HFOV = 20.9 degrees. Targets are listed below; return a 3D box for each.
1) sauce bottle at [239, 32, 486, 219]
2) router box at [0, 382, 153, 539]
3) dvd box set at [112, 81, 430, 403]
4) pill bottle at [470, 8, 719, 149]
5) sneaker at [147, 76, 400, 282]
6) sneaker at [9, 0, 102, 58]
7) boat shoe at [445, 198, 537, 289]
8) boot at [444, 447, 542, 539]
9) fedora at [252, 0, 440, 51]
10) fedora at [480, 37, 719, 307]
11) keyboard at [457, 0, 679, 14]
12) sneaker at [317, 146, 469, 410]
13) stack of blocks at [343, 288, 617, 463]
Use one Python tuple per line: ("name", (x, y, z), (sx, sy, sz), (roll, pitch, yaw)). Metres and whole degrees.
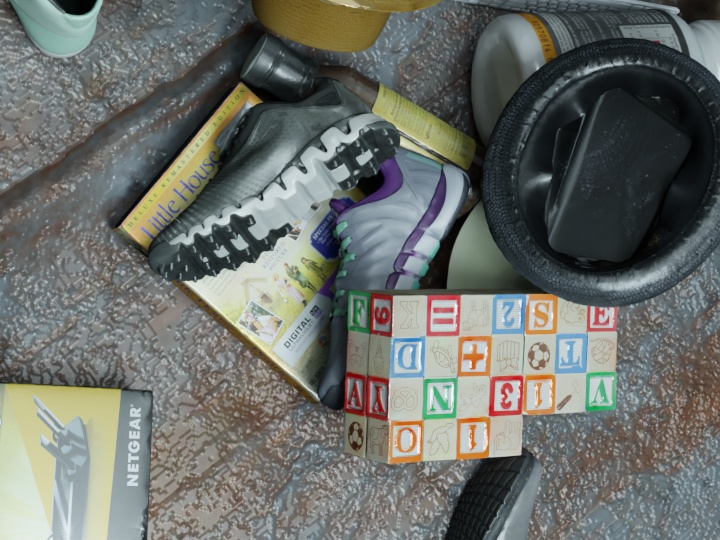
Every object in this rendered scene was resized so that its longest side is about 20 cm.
("sauce bottle", (0.004, -0.112, 1.461), (0.200, 0.065, 0.065), (32, 74, -14))
("router box", (-0.228, 0.178, 1.349), (0.157, 0.052, 0.201), (3, 83, -19))
("dvd box set", (-0.063, -0.020, 1.443), (0.200, 0.029, 0.146), (41, 73, -12))
("pill bottle", (0.195, -0.143, 1.507), (0.199, 0.116, 0.117), (-4, 85, -20))
("sneaker", (-0.074, -0.069, 1.396), (0.200, 0.066, 0.091), (-34, 59, -1))
("sneaker", (-0.238, -0.251, 1.360), (0.074, 0.118, 0.201), (-34, 95, -18))
("boat shoe", (0.098, 0.036, 1.473), (0.071, 0.063, 0.201), (8, 84, 9))
("boot", (0.125, 0.243, 1.471), (0.131, 0.070, 0.200), (24, 87, -19))
("fedora", (-0.025, -0.216, 1.418), (0.200, 0.201, 0.082), (7, 123, -19))
("fedora", (0.182, -0.064, 1.409), (0.200, 0.092, 0.201), (-1, 76, 4))
("keyboard", (0.150, -0.212, 1.529), (0.200, 0.056, 0.011), (7, 81, -19))
("sneaker", (0.000, 0.000, 1.416), (0.087, 0.074, 0.200), (28, 77, -2))
("stack of blocks", (0.088, 0.072, 1.384), (0.200, 0.059, 0.115), (-1, 94, -33))
